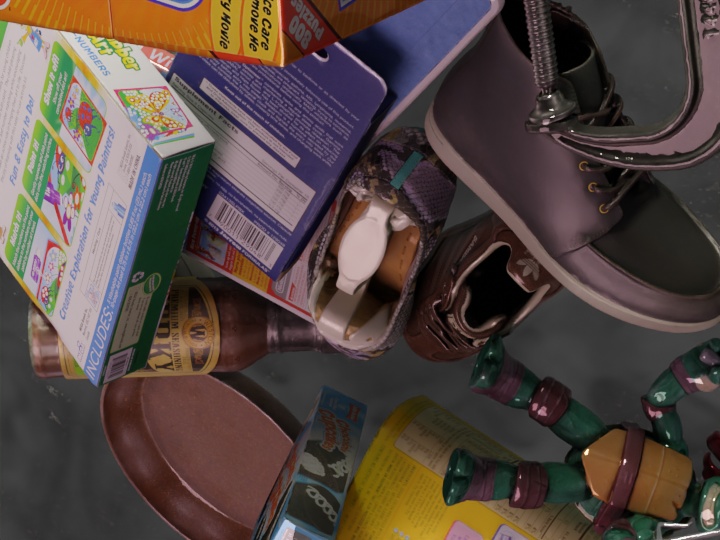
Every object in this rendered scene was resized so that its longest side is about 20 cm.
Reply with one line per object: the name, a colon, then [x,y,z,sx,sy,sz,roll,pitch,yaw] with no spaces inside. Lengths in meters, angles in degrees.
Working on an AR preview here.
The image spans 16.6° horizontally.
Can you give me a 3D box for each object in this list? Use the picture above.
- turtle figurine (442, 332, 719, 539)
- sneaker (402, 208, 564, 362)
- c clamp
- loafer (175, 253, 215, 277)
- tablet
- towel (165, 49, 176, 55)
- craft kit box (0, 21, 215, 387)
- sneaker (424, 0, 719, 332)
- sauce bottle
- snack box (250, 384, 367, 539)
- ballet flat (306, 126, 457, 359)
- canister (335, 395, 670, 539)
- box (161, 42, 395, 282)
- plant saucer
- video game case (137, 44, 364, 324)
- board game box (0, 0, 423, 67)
turtle figurine: [0.152,0.112,1.389,0.198,0.151,0.101,16,149,-3]
sneaker: [0.064,0.012,1.435,0.070,0.076,0.200,42,144,-1]
c clamp: [0.110,-0.143,1.235,0.170,0.027,0.202,-9,102,26]
loafer: [-0.152,-0.011,1.611,0.070,0.070,0.201,-6,122,45]
tablet: [-0.012,-0.144,1.343,0.130,0.014,0.200,45,143,-2]
towel: [-0.076,-0.167,1.417,0.200,0.035,0.193,39,143,3]
craft kit box: [-0.177,-0.068,1.478,0.198,0.048,0.201,48,140,24]
sneaker: [0.128,-0.054,1.312,0.200,0.075,0.106,38,143,7]
sauce bottle: [-0.110,0.034,1.564,0.198,0.065,0.065,-4,132,3]
snack box: [-0.044,0.165,1.558,0.037,0.200,0.117,25,111,-3]
ballet flat: [0.000,0.000,1.420,0.072,0.072,0.201,33,140,11]
canister: [0.083,0.188,1.549,0.199,0.086,0.149,32,104,18]
box: [-0.055,-0.090,1.396,0.121,0.032,0.200,40,143,5]
plant saucer: [-0.095,0.132,1.734,0.199,0.035,0.201,24,141,21]
video game case: [-0.059,-0.042,1.491,0.199,0.017,0.144,28,139,11]
board game box: [-0.062,-0.230,1.160,0.199,0.200,0.201,12,117,33]
